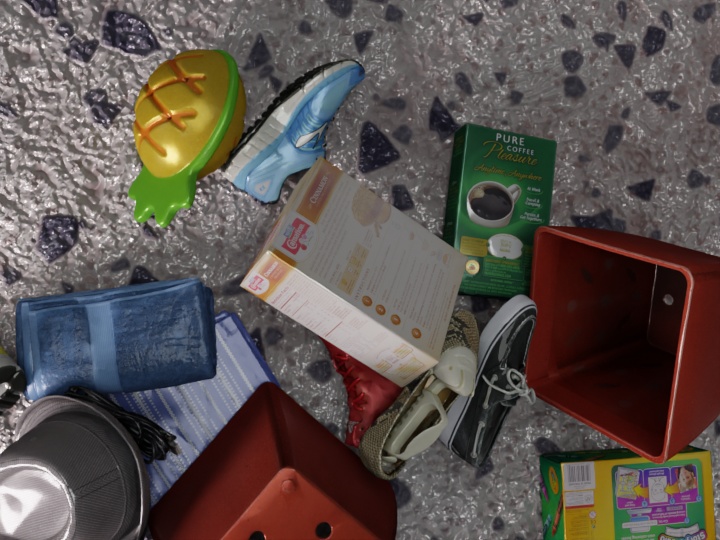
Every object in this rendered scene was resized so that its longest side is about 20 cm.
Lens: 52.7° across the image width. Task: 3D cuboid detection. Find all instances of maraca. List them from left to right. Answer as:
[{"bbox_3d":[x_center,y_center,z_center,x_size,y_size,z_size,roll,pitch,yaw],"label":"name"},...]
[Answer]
[{"bbox_3d":[-0.187,-0.142,0.765,0.107,0.137,0.200,26,79,-44],"label":"maraca"}]

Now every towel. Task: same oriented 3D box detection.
[{"bbox_3d":[-0.253,0.073,0.759,0.200,0.049,0.112,-7,80,-6],"label":"towel"},{"bbox_3d":[-0.189,0.153,0.799,0.200,0.024,0.145,-33,95,-10],"label":"towel"}]

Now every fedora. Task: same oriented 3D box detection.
[{"bbox_3d":[-0.294,0.212,0.681,0.200,0.090,0.177,-13,92,29],"label":"fedora"}]

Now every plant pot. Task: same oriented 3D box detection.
[{"bbox_3d":[-0.077,0.261,0.722,0.200,0.176,0.200,43,83,-10],"label":"plant pot"},{"bbox_3d":[0.318,0.059,0.797,0.176,0.200,0.200,-8,109,-29],"label":"plant pot"}]

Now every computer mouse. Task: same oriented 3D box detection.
[{"bbox_3d":[-0.246,0.220,0.739,0.138,0.053,0.200,19,107,23],"label":"computer mouse"}]

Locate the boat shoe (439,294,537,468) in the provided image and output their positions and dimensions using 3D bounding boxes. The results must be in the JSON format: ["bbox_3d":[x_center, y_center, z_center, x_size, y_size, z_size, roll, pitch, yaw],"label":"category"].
[{"bbox_3d":[0.156,0.127,0.809,0.074,0.068,0.200,18,102,-48],"label":"boat shoe"}]

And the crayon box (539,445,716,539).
[{"bbox_3d":[0.320,0.277,0.870,0.200,0.058,0.119,-1,87,-11],"label":"crayon box"}]

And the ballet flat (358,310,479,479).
[{"bbox_3d":[0.076,0.136,0.761,0.068,0.075,0.200,38,87,-26],"label":"ballet flat"}]

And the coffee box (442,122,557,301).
[{"bbox_3d":[0.164,-0.066,0.868,0.123,0.044,0.200,6,86,-13],"label":"coffee box"}]

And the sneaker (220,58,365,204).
[{"bbox_3d":[-0.065,-0.157,0.826,0.200,0.078,0.090,-47,113,-6],"label":"sneaker"}]

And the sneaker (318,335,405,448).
[{"bbox_3d":[-0.003,0.129,0.807,0.200,0.078,0.116,37,79,-6],"label":"sneaker"}]

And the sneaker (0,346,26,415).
[{"bbox_3d":[-0.428,0.141,0.731,0.200,0.078,0.090,-41,62,-2],"label":"sneaker"}]

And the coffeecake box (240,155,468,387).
[{"bbox_3d":[0.000,0.000,0.758,0.200,0.073,0.154,34,47,-12],"label":"coffeecake box"}]
